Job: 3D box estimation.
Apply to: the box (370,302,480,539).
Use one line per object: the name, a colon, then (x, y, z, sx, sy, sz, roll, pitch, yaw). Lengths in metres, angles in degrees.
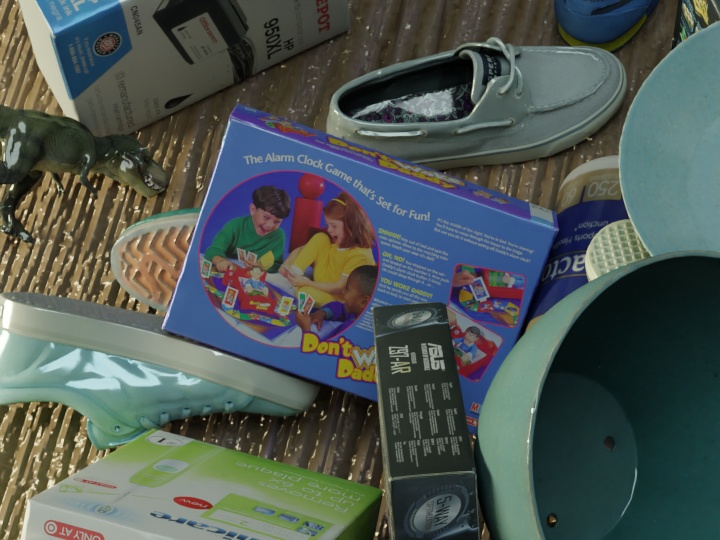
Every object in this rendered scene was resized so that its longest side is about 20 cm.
box: (0.036, 0.130, 1.129, 0.043, 0.161, 0.200, -5, 23, 0)

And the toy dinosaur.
toy dinosaur: (-0.215, -0.067, 1.323, 0.047, 0.200, 0.088, 26, 93, 49)

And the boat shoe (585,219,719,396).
boat shoe: (0.203, 0.046, 1.159, 0.200, 0.062, 0.075, 37, 66, 17)

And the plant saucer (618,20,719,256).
plant saucer: (0.240, -0.051, 1.153, 0.200, 0.039, 0.202, -3, 63, 7)

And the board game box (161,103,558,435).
board game box: (0.000, 0.000, 1.245, 0.199, 0.045, 0.135, 19, 104, -2)

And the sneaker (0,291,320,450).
sneaker: (-0.127, 0.071, 1.281, 0.199, 0.074, 0.082, 14, 99, 1)

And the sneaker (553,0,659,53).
sneaker: (0.193, -0.234, 1.413, 0.066, 0.079, 0.200, 27, 65, 18)

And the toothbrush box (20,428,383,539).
toothbrush box: (-0.083, 0.158, 1.140, 0.145, 0.200, 0.086, 14, 100, 12)

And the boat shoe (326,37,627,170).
boat shoe: (0.075, -0.109, 1.353, 0.200, 0.072, 0.070, -14, 62, -5)

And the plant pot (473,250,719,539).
plant pot: (0.135, 0.096, 1.071, 0.199, 0.135, 0.201, 3, 84, -26)

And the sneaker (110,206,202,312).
sneaker: (-0.051, -0.017, 1.314, 0.199, 0.072, 0.080, -3, 24, 6)

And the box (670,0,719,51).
box: (0.244, -0.083, 1.280, 0.046, 0.159, 0.201, -17, 62, -5)

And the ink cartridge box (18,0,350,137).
ink cartridge box: (-0.112, -0.181, 1.360, 0.199, 0.145, 0.084, -27, 65, -10)

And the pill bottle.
pill bottle: (0.151, 0.043, 1.242, 0.115, 0.116, 0.201, 12, 63, 9)
